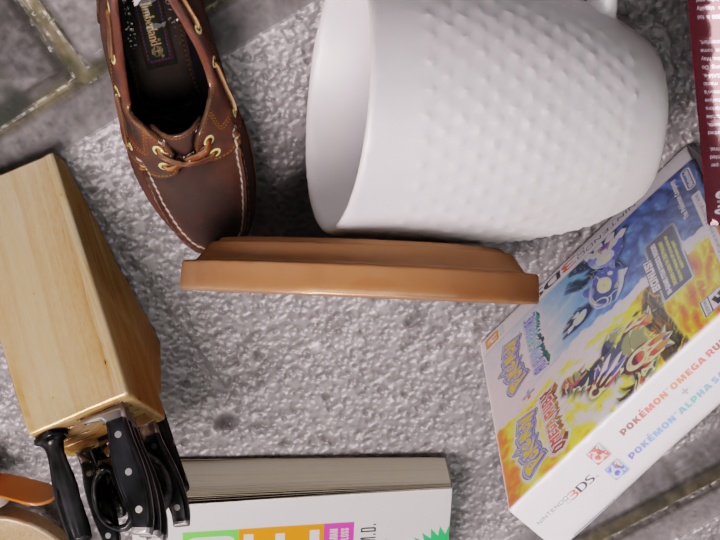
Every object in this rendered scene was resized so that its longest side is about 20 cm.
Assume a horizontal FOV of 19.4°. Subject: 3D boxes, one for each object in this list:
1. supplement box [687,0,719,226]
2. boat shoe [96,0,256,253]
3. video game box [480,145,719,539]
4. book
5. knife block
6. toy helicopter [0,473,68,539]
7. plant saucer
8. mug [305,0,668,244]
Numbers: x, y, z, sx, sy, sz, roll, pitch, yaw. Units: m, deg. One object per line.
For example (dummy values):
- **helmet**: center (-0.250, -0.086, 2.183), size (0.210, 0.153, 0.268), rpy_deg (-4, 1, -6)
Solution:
- **supplement box**: center (0.218, -0.134, 1.135), size (0.061, 0.109, 0.201), rpy_deg (0, 109, 25)
- **boat shoe**: center (-0.105, -0.091, 1.176), size (0.070, 0.070, 0.201), rpy_deg (-16, 119, 2)
- **video game box**: center (0.150, 0.038, 1.192), size (0.047, 0.200, 0.182), rpy_deg (37, 108, -17)
- **book**: center (-0.045, 0.184, 1.340), size (0.199, 0.048, 0.134), rpy_deg (-2, 121, -6)
- **knife block**: center (-0.160, 0.057, 1.187), size (0.064, 0.176, 0.201), rpy_deg (-22, 117, 6)
- **toy helicopter**: center (-0.266, 0.163, 1.290), size (0.199, 0.079, 0.133), rpy_deg (20, 113, -10)
- **plant saucer**: center (0.000, 0.000, 1.170), size (0.199, 0.200, 0.033), rpy_deg (3, 90, -7)
- **mug**: center (0.074, -0.112, 1.142), size (0.174, 0.148, 0.201), rpy_deg (4, 107, -15)
